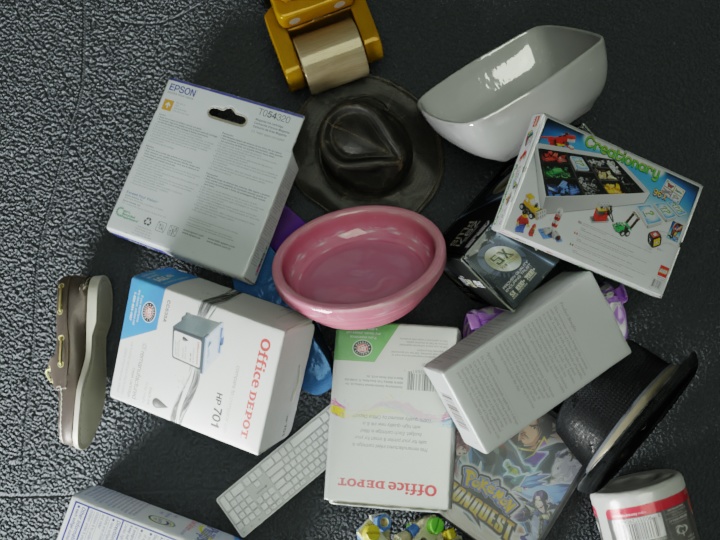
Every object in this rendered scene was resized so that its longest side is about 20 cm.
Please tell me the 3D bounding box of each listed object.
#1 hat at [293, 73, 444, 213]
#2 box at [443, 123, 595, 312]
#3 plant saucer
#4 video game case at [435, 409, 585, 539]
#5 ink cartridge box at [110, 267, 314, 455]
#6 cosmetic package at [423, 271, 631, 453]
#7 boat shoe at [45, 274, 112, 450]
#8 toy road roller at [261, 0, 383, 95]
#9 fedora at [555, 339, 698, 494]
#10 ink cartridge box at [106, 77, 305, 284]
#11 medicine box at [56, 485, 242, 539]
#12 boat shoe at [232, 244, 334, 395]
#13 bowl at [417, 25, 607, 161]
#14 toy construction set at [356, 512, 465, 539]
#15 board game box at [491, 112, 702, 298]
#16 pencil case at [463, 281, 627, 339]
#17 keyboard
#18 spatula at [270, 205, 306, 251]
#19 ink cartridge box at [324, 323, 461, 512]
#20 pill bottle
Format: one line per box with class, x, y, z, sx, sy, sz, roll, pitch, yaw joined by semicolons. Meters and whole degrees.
hat;0.009;-0.150;1.135;0.196;0.081;0.205;0;84;-2
box;0.186;-0.060;1.082;0.086;0.164;0.200;43;86;-9
plant saucer;0.000;0.000;1.067;0.196;0.202;0.052;-10;125;-2
video game case;0.159;0.227;1.131;0.198;0.026;0.182;34;85;2
ink cartridge box;-0.167;0.098;1.069;0.197;0.086;0.149;17;101;19
cosmetic package;0.179;0.095;1.019;0.198;0.071;0.103;-31;97;-12
boat shoe;-0.335;0.106;1.114;0.058;0.072;0.204;2;81;5
toy road roller;-0.058;-0.324;1.111;0.121;0.146;0.203;-20;79;-2
fedora;0.287;0.150;1.068;0.091;0.201;0.201;40;85;22
ink cartridge box;-0.177;-0.108;1.120;0.193;0.043;0.203;19;80;19
medicine box;-0.255;0.369;1.074;0.197;0.103;0.185;20;85;1
boat shoe;-0.094;0.057;1.123;0.083;0.069;0.203;-25;82;7
bowl;0.179;-0.199;1.099;0.198;0.200;0.075;-31;113;-4
toy construction set;0.072;0.367;1.085;0.129;0.092;0.204;-14;93;-27
board game box;0.249;-0.066;0.993;0.197;0.035;0.128;22;91;-12
pencil case;0.217;0.068;1.105;0.196;0.086;0.085;-13;57;-10
keyboard;-0.080;0.233;1.135;0.199;0.011;0.057;-39;87;-4
spatula;-0.048;-0.001;1.150;0.200;0.021;0.057;44;75;0
ink cartridge box;0.040;0.167;1.085;0.142;0.088;0.204;2;79;8
pill bottle;0.339;0.339;1.081;0.109;0.111;0.204;-14;85;-2
